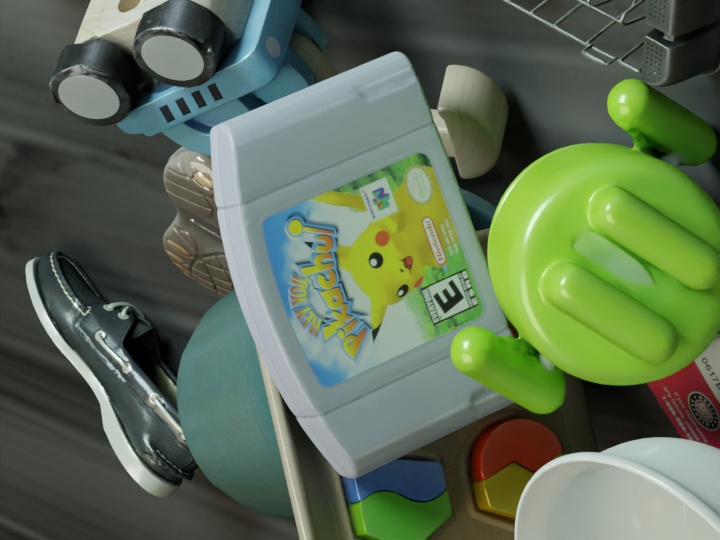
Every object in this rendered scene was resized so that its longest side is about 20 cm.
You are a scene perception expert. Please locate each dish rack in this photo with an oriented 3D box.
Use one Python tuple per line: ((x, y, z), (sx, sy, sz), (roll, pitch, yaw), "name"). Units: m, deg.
((0.104, -0.190, 1.409), (0.199, 0.054, 0.154), (32, 136, 34), "dish rack")

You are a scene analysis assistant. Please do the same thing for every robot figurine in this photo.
((0.126, -0.005, 1.424), (0.115, 0.176, 0.200), (29, -176, -6), "robot figurine")

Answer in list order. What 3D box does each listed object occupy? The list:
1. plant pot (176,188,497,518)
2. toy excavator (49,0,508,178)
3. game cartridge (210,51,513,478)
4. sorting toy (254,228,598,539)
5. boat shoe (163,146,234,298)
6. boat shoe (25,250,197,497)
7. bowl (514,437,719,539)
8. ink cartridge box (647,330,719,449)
((-0.005, 0.064, 1.630), (0.201, 0.200, 0.196), (60, 153, -4), "plant pot")
((-0.042, -0.108, 1.551), (0.194, 0.100, 0.200), (-20, 132, 36), "toy excavator")
((0.000, 0.000, 1.469), (0.040, 0.133, 0.201), (-2, 111, 69), "game cartridge")
((0.044, 0.077, 1.520), (0.036, 0.199, 0.187), (-19, 83, 62), "sorting toy")
((-0.075, -0.039, 1.726), (0.075, 0.072, 0.200), (32, 159, 8), "boat shoe")
((-0.162, 0.060, 1.913), (0.060, 0.076, 0.201), (-40, 72, 17), "boat shoe")
((0.180, 0.160, 1.410), (0.201, 0.090, 0.202), (34, 142, 32), "bowl")
((0.256, 0.065, 1.393), (0.148, 0.085, 0.200), (57, 147, 0), "ink cartridge box")
